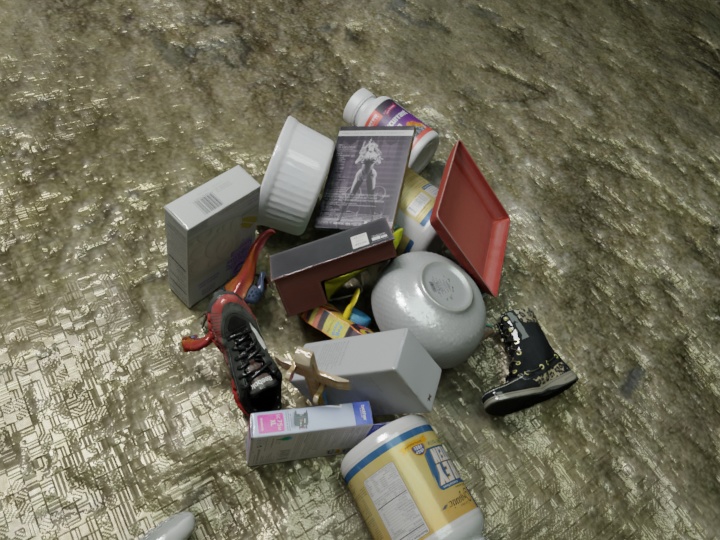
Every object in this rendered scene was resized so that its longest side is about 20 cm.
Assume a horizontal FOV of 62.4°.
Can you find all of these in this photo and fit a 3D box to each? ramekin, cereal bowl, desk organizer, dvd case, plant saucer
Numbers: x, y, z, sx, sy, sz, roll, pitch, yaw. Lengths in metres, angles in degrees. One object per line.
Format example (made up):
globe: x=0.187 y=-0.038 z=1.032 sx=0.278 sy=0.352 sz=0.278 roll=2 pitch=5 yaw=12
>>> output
ramekin: x=-0.118 y=-0.162 z=1.067 sx=0.096 sy=0.201 sz=0.203 roll=20 pitch=51 yaw=-8
cereal bowl: x=0.120 y=0.048 z=0.945 sx=0.197 sy=0.084 sz=0.203 roll=15 pitch=49 yaw=-18
desk organizer: x=-0.038 y=-0.005 z=0.938 sx=0.196 sy=0.078 sz=0.072 roll=-19 pitch=34 yaw=0
dvd case: x=0.009 y=-0.160 z=1.032 sx=0.146 sy=0.016 sz=0.204 roll=5 pitch=72 yaw=25
plant saucer: x=0.187 y=-0.087 z=1.021 sx=0.200 sy=0.036 sz=0.202 roll=49 pitch=43 yaw=-30

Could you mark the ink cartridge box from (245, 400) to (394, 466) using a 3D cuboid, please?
ink cartridge box: x=-0.060 y=0.229 z=0.839 sx=0.196 sy=0.120 sz=0.043 roll=0 pitch=56 yaw=-16

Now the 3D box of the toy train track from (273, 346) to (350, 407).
toy train track: x=-0.068 y=0.175 z=0.829 sx=0.113 sy=0.202 sz=0.033 roll=16 pitch=55 yaw=18

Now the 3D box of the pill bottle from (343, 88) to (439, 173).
pill bottle: x=0.061 y=-0.297 z=1.266 sx=0.199 sy=0.112 sz=0.111 roll=39 pitch=54 yaw=15

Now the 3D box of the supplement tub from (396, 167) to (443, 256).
supplement tub: x=0.069 y=-0.116 z=1.104 sx=0.199 sy=0.146 sz=0.144 roll=39 pitch=54 yaw=14

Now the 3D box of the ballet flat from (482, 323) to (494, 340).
ballet flat: x=0.134 y=0.116 z=1.023 sx=0.196 sy=0.068 sz=0.069 roll=8 pitch=72 yaw=-3

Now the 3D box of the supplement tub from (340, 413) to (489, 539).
supplement tub: x=0.075 y=0.316 z=0.799 sx=0.143 sy=0.146 sz=0.202 roll=-18 pitch=61 yaw=-26

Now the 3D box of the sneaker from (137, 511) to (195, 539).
sneaker: x=-0.273 y=0.378 z=0.712 sx=0.199 sy=0.077 sz=0.081 roll=-39 pitch=82 yaw=-29

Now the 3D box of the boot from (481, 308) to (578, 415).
boot: x=0.261 y=0.152 z=1.015 sx=0.200 sy=0.074 sz=0.156 roll=-8 pitch=59 yaw=-30

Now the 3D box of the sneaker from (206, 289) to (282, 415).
sneaker: x=-0.158 y=0.125 z=0.839 sx=0.070 sy=0.204 sz=0.097 roll=-23 pitch=20 yaw=-25

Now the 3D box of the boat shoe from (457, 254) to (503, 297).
boat shoe: x=0.164 y=0.024 z=1.072 sx=0.197 sy=0.092 sz=0.071 roll=-18 pitch=60 yaw=-26

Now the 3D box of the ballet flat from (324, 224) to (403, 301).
ballet flat: x=0.000 y=0.000 z=1.019 sx=0.198 sy=0.067 sz=0.068 roll=-31 pitch=86 yaw=7

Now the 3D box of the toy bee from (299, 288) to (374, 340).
toy bee: x=-0.012 y=0.094 z=0.947 sx=0.196 sy=0.109 sz=0.134 roll=6 pitch=93 yaw=10

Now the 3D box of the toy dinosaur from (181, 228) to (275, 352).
toy dinosaur: x=-0.212 y=0.047 z=0.921 sx=0.103 sy=0.204 sz=0.182 roll=9 pitch=19 yaw=11

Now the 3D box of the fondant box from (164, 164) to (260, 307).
fondant box: x=-0.234 y=-0.051 z=0.945 sx=0.058 sy=0.201 sz=0.144 roll=40 pitch=54 yaw=15

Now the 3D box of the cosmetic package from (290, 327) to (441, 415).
cosmetic package: x=0.005 y=0.151 z=0.856 sx=0.102 sy=0.197 sz=0.072 roll=50 pitch=45 yaw=-30
